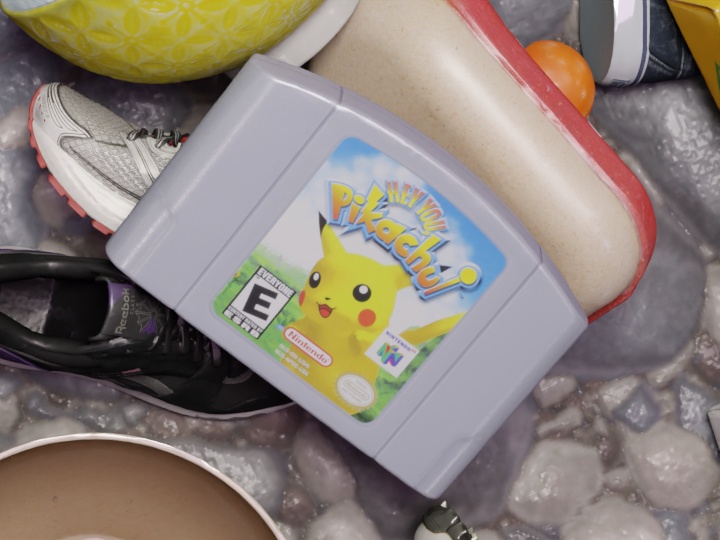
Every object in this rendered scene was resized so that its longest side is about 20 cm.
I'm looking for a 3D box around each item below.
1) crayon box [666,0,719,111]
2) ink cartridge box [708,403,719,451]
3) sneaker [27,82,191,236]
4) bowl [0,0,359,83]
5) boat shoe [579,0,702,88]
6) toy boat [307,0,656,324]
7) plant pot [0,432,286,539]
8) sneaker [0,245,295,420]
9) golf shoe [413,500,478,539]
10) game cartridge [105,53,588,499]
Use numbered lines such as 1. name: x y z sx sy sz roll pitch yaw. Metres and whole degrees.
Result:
1. crayon box: 0.237 -0.115 0.927 0.127 0.051 0.201 -38 117 -9
2. ink cartridge box: 0.299 0.107 0.945 0.198 0.086 0.149 -19 91 -11
3. sneaker: -0.065 -0.045 0.886 0.199 0.078 0.083 24 112 -4
4. bowl: -0.061 -0.152 0.865 0.200 0.200 0.108 -47 116 -9
5. boat shoe: 0.161 -0.197 0.946 0.090 0.071 0.202 -5 103 -14
6. toy boat: 0.071 -0.071 0.917 0.200 0.130 0.131 48 51 -4
7. plant pot: -0.124 0.175 0.849 0.198 0.134 0.202 1 86 -8
8. sneaker: -0.100 0.031 0.885 0.198 0.088 0.077 6 85 -9
9. golf shoe: 0.050 0.218 0.906 0.087 0.077 0.202 -16 89 -2
10. game cartridge: 0.000 0.000 0.840 0.199 0.041 0.134 37 102 -12
